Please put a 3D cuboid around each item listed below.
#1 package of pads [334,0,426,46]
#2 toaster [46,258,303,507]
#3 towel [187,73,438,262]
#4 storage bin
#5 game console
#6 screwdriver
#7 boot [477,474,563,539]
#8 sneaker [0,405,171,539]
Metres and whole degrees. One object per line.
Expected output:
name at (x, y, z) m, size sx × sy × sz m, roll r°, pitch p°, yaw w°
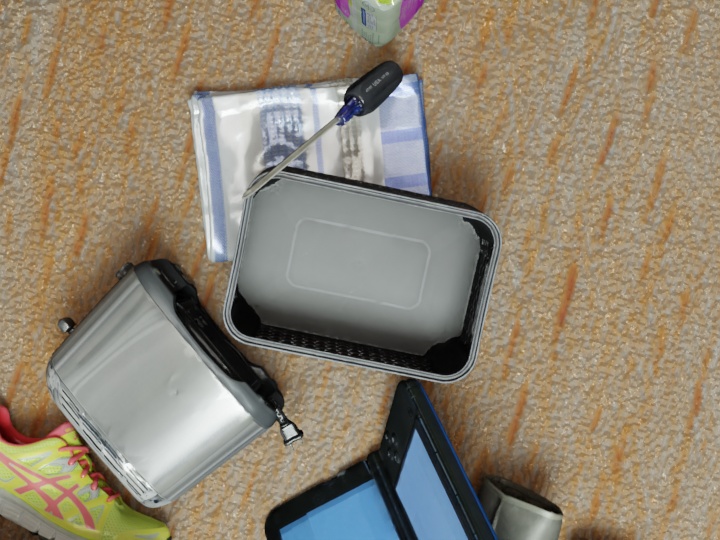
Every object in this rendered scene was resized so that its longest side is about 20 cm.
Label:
package of pads at (0.058, -0.279, 0.904) m, size 0.068 × 0.155 × 0.200 m, roll 40°, pitch 90°, yaw 1°
toaster at (-0.153, 0.097, 0.929) m, size 0.129 × 0.114 × 0.200 m, roll -40°, pitch 91°, yaw 4°
towel at (-0.040, -0.086, 0.971) m, size 0.199 × 0.024 × 0.147 m, roll -5°, pitch 90°, yaw 1°
storage bin at (0.000, 0.000, 0.922) m, size 0.199 × 0.094 × 0.136 m, roll 11°, pitch 97°, yaw -4°
game console at (0.014, 0.214, 0.880) m, size 0.118 × 0.171 × 0.200 m, roll -10°, pitch 50°, yaw -20°
screwdriver at (-0.026, -0.105, 0.893) m, size 0.200 × 0.028 × 0.029 m, roll -50°, pitch 119°, yaw -35°
boot at (0.115, 0.279, 0.903) m, size 0.072 × 0.182 × 0.200 m, roll 27°, pitch 91°, yaw -33°
sneaker at (-0.242, 0.172, 0.947) m, size 0.199 × 0.078 × 0.091 m, roll 24°, pitch 83°, yaw -1°
